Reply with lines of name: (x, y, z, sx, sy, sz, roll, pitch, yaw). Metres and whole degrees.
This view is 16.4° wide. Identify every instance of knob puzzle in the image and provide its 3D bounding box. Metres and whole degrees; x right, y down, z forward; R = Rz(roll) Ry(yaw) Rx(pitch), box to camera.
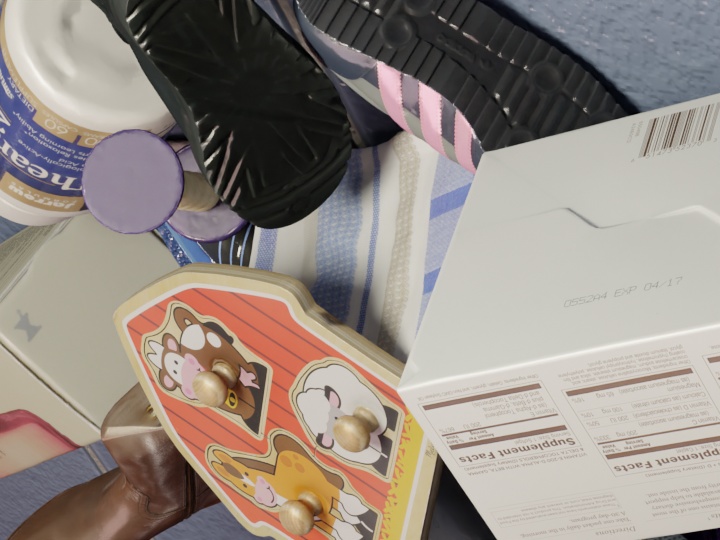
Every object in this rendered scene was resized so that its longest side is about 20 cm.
knob puzzle: (-0.051, 0.077, 1.265, 0.219, 0.030, 0.220, 27, 140, 25)

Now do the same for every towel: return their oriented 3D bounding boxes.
towel: (0.000, 0.000, 1.263, 0.024, 0.147, 0.200, 20, 158, -32)

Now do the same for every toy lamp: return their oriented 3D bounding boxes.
toy lamp: (-0.092, -0.043, 1.298, 0.058, 0.058, 0.200, 36, -175, 6)

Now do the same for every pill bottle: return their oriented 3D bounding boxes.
pill bottle: (-0.157, -0.095, 1.352, 0.111, 0.111, 0.200, 40, 153, -3)

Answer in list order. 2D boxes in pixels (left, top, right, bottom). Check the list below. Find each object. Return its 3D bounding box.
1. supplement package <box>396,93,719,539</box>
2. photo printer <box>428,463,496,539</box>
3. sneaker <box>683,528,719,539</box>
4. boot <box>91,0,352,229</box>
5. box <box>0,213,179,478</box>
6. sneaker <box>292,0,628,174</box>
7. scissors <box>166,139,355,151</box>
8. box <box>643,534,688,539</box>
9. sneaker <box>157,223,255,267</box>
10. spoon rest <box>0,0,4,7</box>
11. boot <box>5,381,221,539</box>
supplement package: (0.142, 0.017, 1.040, 0.200, 0.156, 0.111, -12, 126, 31)
photo printer: (0.051, 0.167, 1.411, 0.166, 0.069, 0.200, 49, -169, 2)
sneaker: (0.205, 0.131, 1.277, 0.081, 0.083, 0.200, 51, 154, -21)
boot: (-0.091, -0.131, 1.217, 0.168, 0.076, 0.200, 53, 179, 43)
box: (-0.199, 0.042, 1.597, 0.109, 0.128, 0.200, 44, 153, -13)
sneaker: (0.054, -0.082, 1.177, 0.200, 0.070, 0.082, 40, 170, 3)
scissors: (-0.070, -0.062, 1.400, 0.073, 0.014, 0.200, 46, 151, -17)
box: (0.145, 0.161, 1.297, 0.158, 0.051, 0.200, 40, 174, 16)
sneaker: (-0.051, -0.004, 1.419, 0.200, 0.078, 0.070, 48, 167, 33)
spoon rest: (-0.196, -0.205, 1.309, 0.099, 0.061, 0.200, 32, 139, 10)
boot: (-0.143, 0.122, 1.466, 0.064, 0.186, 0.200, 55, 167, 13)
